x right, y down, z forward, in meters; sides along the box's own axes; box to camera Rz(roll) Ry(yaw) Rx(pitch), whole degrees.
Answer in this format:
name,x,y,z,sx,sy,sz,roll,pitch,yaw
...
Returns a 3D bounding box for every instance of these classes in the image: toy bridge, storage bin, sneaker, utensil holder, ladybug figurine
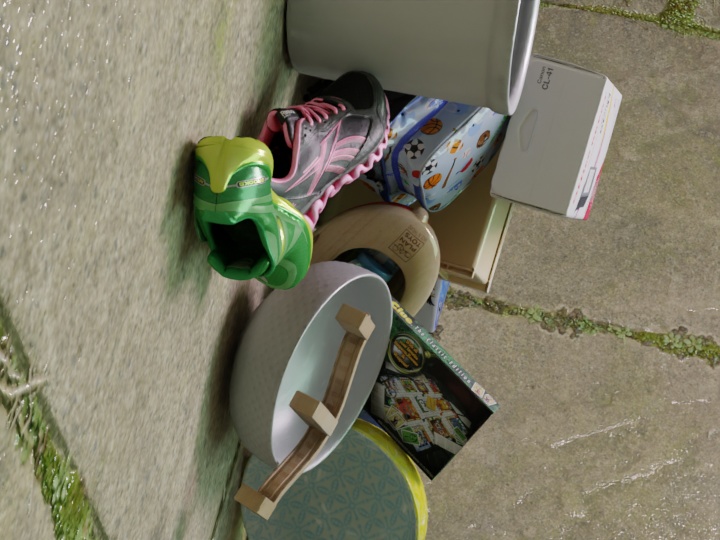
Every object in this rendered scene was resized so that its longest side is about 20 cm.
name,x,y,z,sx,sy,sz,roll,pitch,yaw
toy bridge,-0.040,0.124,1.291,0.201,0.027,0.067,-60,156,-13
storage bin,0.069,-0.104,1.616,0.094,0.197,0.201,32,76,-75
sneaker,-0.043,-0.107,1.222,0.200,0.079,0.096,-55,146,-31
utensil holder,0.050,-0.237,1.312,0.170,0.199,0.171,11,90,-80
ladybug figurine,0.000,0.000,1.490,0.200,0.136,0.072,-40,-159,27
sneaker,-0.087,-0.027,1.098,0.200,0.074,0.084,63,35,-64

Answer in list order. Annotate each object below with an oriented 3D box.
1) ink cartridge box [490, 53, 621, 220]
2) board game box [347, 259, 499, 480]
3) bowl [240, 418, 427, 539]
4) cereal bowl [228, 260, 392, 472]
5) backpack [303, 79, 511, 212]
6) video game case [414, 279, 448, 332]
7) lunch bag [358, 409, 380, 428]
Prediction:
name,x,y,z,sx,sy,sz,roll,pitch,yaw
ink cartridge box,0.204,-0.131,1.528,0.200,0.085,0.148,-9,115,-77
board game box,0.032,0.095,1.435,0.105,0.200,0.023,-51,166,31
bowl,-0.010,0.231,1.505,0.108,0.199,0.201,-22,124,-61
cereal bowl,-0.056,0.080,1.352,0.200,0.083,0.201,-45,148,-40
backpack,0.061,-0.151,1.473,0.200,0.154,0.191,-39,167,-11
video game case,0.101,-0.051,1.868,0.200,0.045,0.182,-68,166,-59
lunch bag,-0.017,0.108,1.622,0.133,0.135,0.201,95,8,-47
